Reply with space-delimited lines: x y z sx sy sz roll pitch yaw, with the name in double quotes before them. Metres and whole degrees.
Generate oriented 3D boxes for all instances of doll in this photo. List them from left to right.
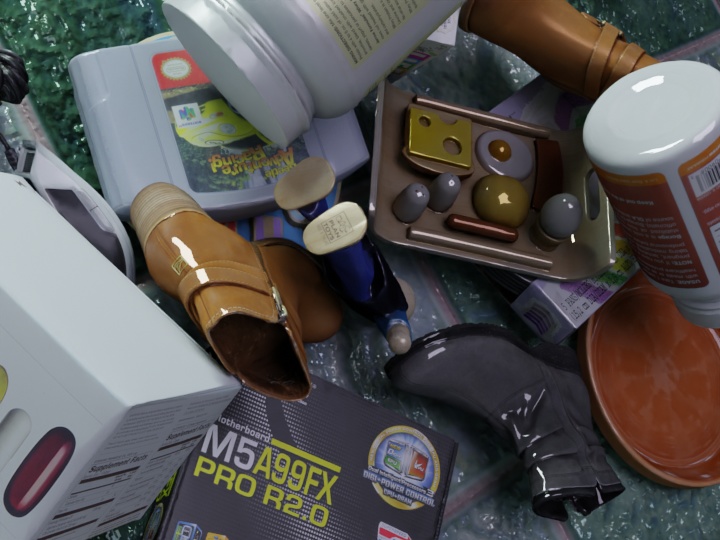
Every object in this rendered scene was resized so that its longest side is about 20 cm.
"doll" 0.000 0.000 0.838 0.048 0.200 0.137 -34 65 1

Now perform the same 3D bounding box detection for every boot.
"boot" -0.060 0.033 0.778 0.199 0.074 0.155 30 13 -40
"boot" 0.116 0.115 0.882 0.199 0.070 0.133 8 53 -35
"boot" 0.165 -0.175 0.931 0.155 0.200 0.077 35 92 20

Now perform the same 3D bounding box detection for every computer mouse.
"computer mouse" -0.200 -0.053 0.789 0.044 0.109 0.201 -34 99 -28

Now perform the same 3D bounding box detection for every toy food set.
"toy food set" 0.101 -0.081 0.918 0.198 0.060 0.145 13 59 -15

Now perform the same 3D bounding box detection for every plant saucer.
"plant saucer" 0.268 0.089 1.031 0.199 0.032 0.202 11 66 -25

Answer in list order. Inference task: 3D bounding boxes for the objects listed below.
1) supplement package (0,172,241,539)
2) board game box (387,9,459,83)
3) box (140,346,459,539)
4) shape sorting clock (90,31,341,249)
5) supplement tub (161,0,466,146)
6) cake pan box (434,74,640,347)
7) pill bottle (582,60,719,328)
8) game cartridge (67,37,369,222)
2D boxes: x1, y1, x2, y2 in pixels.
"supplement package" -0.193 0.044 0.664 0.200 0.156 0.111 41 99 12
"board game box" 0.044 -0.261 0.942 0.034 0.134 0.202 10 83 -19
"box" -0.038 0.159 0.825 0.199 0.044 0.161 27 61 -19
"shape sorting clock" -0.103 -0.091 0.884 0.198 0.039 0.202 11 67 -26
"supplement tub" -0.018 -0.195 0.789 0.200 0.145 0.145 -43 96 -8
"cake pan box" 0.159 -0.057 0.996 0.200 0.052 0.184 -36 79 -33
"pill bottle" 0.253 -0.051 0.910 0.201 0.111 0.113 56 50 -37
"game cartridge" -0.095 -0.104 0.850 0.198 0.041 0.134 -14 82 -26
